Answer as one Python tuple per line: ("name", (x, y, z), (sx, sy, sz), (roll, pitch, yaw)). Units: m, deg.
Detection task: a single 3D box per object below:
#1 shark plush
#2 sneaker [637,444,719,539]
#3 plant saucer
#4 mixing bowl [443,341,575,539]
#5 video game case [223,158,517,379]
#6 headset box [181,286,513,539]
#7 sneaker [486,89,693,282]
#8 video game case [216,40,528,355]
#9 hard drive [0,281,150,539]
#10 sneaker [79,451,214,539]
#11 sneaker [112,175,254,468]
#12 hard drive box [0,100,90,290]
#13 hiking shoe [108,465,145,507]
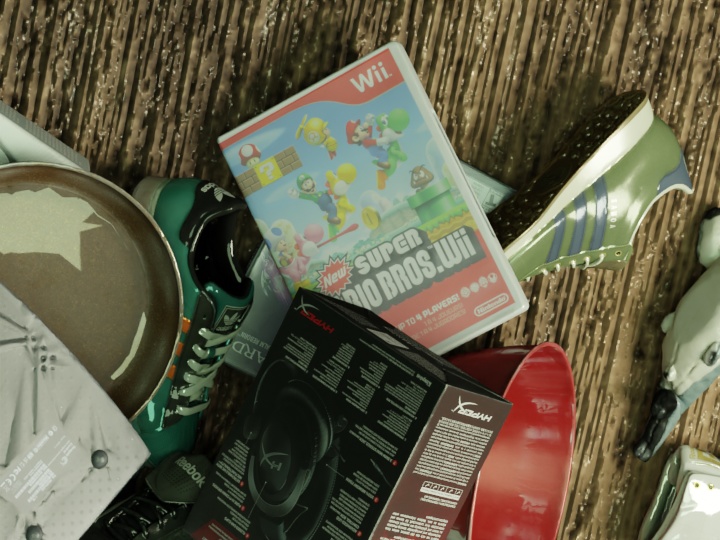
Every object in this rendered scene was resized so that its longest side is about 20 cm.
("shark plush", (0.261, 0.054, 1.726), (0.083, 0.091, 0.201), (25, 93, -41))
("sneaker", (0.281, 0.145, 1.740), (0.115, 0.074, 0.200), (36, 96, -15))
("plant saucer", (-0.215, 0.025, 1.601), (0.199, 0.032, 0.201), (-3, 106, -12))
("mixing bowl", (0.063, 0.137, 1.670), (0.108, 0.200, 0.201), (11, 101, 23))
("video game case", (0.000, 0.000, 1.705), (0.142, 0.019, 0.201), (27, 97, -11))
("headset box", (-0.015, 0.135, 1.576), (0.077, 0.149, 0.201), (17, 100, -47))
("sneaker", (0.147, -0.025, 1.686), (0.200, 0.067, 0.090), (-44, 112, -6))
("video game case", (0.007, -0.032, 1.649), (0.143, 0.017, 0.201), (-28, 81, 13))
("hard drive", (-0.239, 0.092, 1.553), (0.200, 0.042, 0.135), (49, 68, -22))
("sneaker", (-0.132, 0.162, 1.641), (0.199, 0.066, 0.091), (-12, 134, -46))
("sneaker", (-0.115, 0.039, 1.658), (0.080, 0.071, 0.201), (7, 101, 27))
("hard drive box", (-0.302, -0.060, 1.626), (0.200, 0.077, 0.156), (34, 94, -12))
("hiking shoe", (-0.246, 0.148, 1.684), (0.199, 0.076, 0.101), (11, 89, -17))
